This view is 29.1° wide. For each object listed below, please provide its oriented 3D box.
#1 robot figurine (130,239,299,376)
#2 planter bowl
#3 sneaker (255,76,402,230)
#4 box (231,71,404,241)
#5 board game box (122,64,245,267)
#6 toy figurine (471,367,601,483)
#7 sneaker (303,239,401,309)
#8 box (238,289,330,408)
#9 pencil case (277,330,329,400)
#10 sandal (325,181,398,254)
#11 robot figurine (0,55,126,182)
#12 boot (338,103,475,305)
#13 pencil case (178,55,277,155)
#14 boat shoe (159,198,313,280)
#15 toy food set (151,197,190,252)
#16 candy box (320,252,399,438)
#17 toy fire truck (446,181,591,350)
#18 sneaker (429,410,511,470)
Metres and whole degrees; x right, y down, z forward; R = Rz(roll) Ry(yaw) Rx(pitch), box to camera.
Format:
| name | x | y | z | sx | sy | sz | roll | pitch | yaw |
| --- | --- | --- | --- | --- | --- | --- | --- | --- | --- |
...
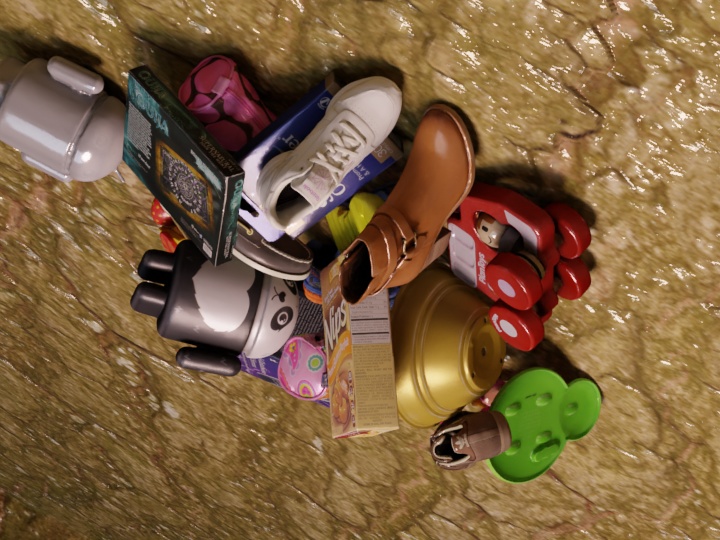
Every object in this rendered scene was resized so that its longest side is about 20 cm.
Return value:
| name | x | y | z | sx | sy | sz | roll | pitch | yaw |
| --- | --- | --- | --- | --- | --- | --- | --- | --- | --- |
| robot figurine | -0.172 | 0.033 | 1.669 | 0.198 | 0.125 | 0.151 | 15 | 109 | -12 |
| planter bowl | 0.116 | 0.093 | 1.650 | 0.083 | 0.201 | 0.201 | 5 | 144 | 35 |
| sneaker | -0.028 | -0.116 | 1.455 | 0.075 | 0.100 | 0.200 | 38 | 110 | -24 |
| box | -0.065 | -0.114 | 1.534 | 0.199 | 0.033 | 0.121 | -36 | 119 | 21 |
| board game box | -0.200 | -0.118 | 1.549 | 0.200 | 0.028 | 0.136 | 47 | 143 | 28 |
| toy figurine | 0.181 | 0.170 | 1.817 | 0.184 | 0.199 | 0.151 | 21 | 119 | 52 |
| sneaker | 0.000 | 0.000 | 1.735 | 0.199 | 0.075 | 0.079 | -1 | 125 | 34 |
| box | -0.078 | 0.103 | 1.909 | 0.199 | 0.105 | 0.148 | 22 | 161 | 11 |
| pencil case | -0.016 | 0.106 | 1.730 | 0.087 | 0.088 | 0.199 | 4 | -172 | 36 |
| sandal | 0.019 | -0.059 | 1.619 | 0.080 | 0.087 | 0.200 | 68 | 161 | -5 |
| robot figurine | -0.364 | -0.183 | 1.697 | 0.199 | 0.113 | 0.170 | 28 | 133 | -2 |
| boot | 0.040 | -0.067 | 1.462 | 0.076 | 0.155 | 0.201 | 34 | 131 | 24 |
| pencil case | -0.116 | -0.150 | 1.574 | 0.200 | 0.091 | 0.094 | 46 | 176 | -31 |
| boat shoe | -0.139 | -0.058 | 1.641 | 0.200 | 0.072 | 0.061 | 29 | 117 | -7 |
| toy food set | -0.212 | -0.026 | 1.810 | 0.200 | 0.048 | 0.199 | 24 | 143 | 60 |
| candy box | -0.002 | 0.087 | 1.589 | 0.055 | 0.202 | 0.115 | -2 | 170 | -16 |
| toy fire truck | 0.159 | -0.020 | 1.546 | 0.167 | 0.112 | 0.201 | 34 | 156 | 28 |
| sneaker | 0.111 | 0.207 | 1.685 | 0.075 | 0.071 | 0.200 | -10 | 167 | -21 |
